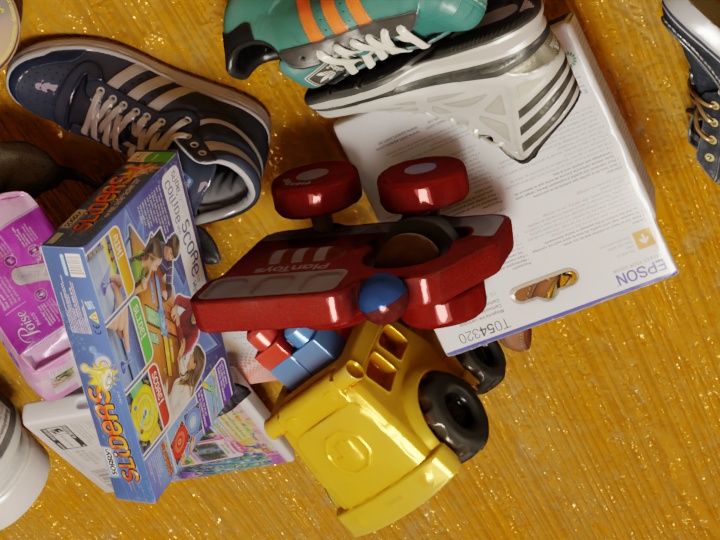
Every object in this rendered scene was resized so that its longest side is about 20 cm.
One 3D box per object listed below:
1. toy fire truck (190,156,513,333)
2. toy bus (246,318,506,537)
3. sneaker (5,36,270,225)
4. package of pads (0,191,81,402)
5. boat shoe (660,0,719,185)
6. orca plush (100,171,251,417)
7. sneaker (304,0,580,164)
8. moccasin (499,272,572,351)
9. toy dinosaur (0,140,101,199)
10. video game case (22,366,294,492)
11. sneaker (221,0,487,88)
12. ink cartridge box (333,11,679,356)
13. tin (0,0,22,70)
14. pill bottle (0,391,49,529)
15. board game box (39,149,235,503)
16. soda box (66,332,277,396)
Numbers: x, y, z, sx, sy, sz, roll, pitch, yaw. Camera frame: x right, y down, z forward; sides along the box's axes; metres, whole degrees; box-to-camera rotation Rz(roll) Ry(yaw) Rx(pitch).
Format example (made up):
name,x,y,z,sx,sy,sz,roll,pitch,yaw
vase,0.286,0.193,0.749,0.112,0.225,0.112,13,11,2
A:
name,x,y,z,sx,sy,sz,roll,pitch,yaw
toy fire truck,0.000,0.000,1.074,0.198,0.168,0.113,-2,112,21
toy bus,0.002,0.077,1.230,0.192,0.200,0.136,44,124,-12
sneaker,-0.158,-0.097,1.101,0.198,0.109,0.070,14,129,-16
package of pads,-0.238,0.023,1.134,0.075,0.121,0.200,-34,175,-13
boat shoe,0.264,-0.123,1.128,0.200,0.071,0.091,34,117,-31
orca plush,-0.153,0.022,1.201,0.200,0.105,0.071,52,153,-6
sneaker,0.060,-0.111,1.061,0.199,0.076,0.116,-10,127,38
moccasin,0.142,-0.020,1.219,0.077,0.074,0.203,6,122,2
toy dinosaur,-0.272,-0.065,1.118,0.199,0.078,0.102,14,151,-30
video game case,-0.166,0.139,1.316,0.180,0.024,0.200,-11,154,8
sneaker,-0.007,-0.158,1.023,0.199,0.081,0.071,5,172,34
ink cartridge box,0.108,-0.059,1.131,0.195,0.043,0.201,-21,105,24
tin,-0.324,-0.161,1.084,0.199,0.042,0.112,-29,123,21
pill bottle,-0.356,0.127,1.284,0.113,0.114,0.200,-24,129,17
board game box,-0.146,0.037,1.054,0.034,0.136,0.201,3,121,23
soda box,-0.164,0.060,1.270,0.198,0.064,0.069,-9,132,4
